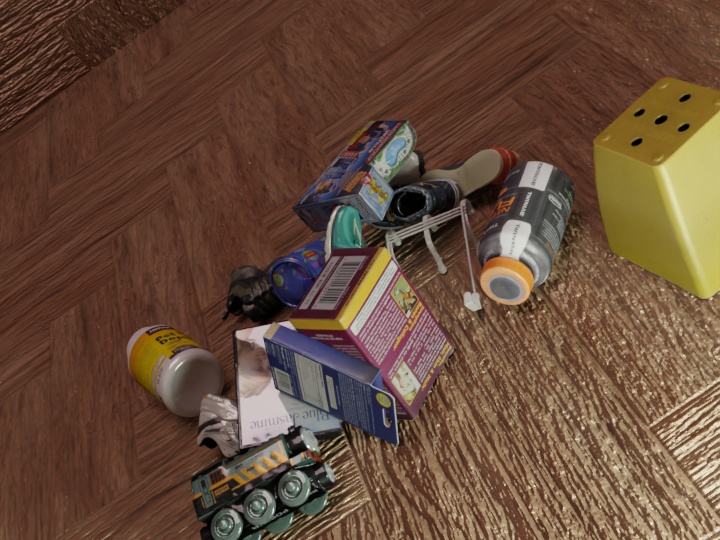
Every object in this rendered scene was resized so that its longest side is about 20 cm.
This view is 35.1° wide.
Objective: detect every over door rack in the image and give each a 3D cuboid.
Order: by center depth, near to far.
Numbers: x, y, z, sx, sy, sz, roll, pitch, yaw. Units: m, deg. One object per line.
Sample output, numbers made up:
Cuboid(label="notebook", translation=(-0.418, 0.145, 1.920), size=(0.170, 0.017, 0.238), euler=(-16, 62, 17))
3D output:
Cuboid(label="over door rack", translation=(0.108, 0.005, 1.669), size=(0.146, 0.067, 0.202), euler=(-22, 46, 26))

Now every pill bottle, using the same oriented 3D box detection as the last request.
Cuboid(label="pill bottle", translation=(0.225, -0.048, 1.575), size=(0.105, 0.107, 0.202), euler=(-9, 40, 36))
Cuboid(label="pill bottle", translation=(-0.305, 0.154, 1.830), size=(0.109, 0.110, 0.199), euler=(-45, 33, -15))

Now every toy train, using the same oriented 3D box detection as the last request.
Cuboid(label="toy train", translation=(-0.130, 0.284, 1.482), size=(0.198, 0.085, 0.115), euler=(-30, 60, 10))

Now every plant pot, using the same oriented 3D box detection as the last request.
Cuboid(label="plant pot", translation=(0.408, -0.123, 1.424), size=(0.199, 0.177, 0.200), euler=(-40, 31, -8))

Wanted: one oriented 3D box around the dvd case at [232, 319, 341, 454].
Cuboid(label="dvd case", translation=(-0.105, 0.154, 1.586), size=(0.140, 0.018, 0.202), euler=(-10, 51, 2))

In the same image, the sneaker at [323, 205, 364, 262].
Cuboid(label="sneaker", translation=(0.000, 0.000, 1.693), size=(0.079, 0.204, 0.077), euler=(-14, -7, 39))

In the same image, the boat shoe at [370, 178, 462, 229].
Cuboid(label="boat shoe", translation=(0.061, -0.106, 1.801), size=(0.198, 0.072, 0.090), euler=(-12, 0, 45))

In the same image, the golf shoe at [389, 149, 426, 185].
Cuboid(label="golf shoe", translation=(0.019, -0.154, 1.918), size=(0.198, 0.094, 0.079), euler=(-18, 77, 37))

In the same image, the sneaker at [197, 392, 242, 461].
Cuboid(label="sneaker", translation=(-0.153, 0.238, 1.624), size=(0.198, 0.075, 0.089), euler=(9, 82, 39))

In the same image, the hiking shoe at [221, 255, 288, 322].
Cuboid(label="hiking shoe", translation=(-0.145, 0.041, 1.875), size=(0.198, 0.075, 0.102), euler=(-11, 53, 42))

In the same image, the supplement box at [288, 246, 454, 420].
Cuboid(label="supplement box", translation=(0.018, 0.083, 1.513), size=(0.102, 0.201, 0.132), euler=(-1, 45, 44))

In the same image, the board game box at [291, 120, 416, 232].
Cuboid(label="board game box", translation=(0.008, -0.144, 1.784), size=(0.201, 0.062, 0.199), euler=(-49, 23, -11))

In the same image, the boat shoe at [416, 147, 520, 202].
Cuboid(label="boat shoe", translation=(0.164, -0.141, 1.801), size=(0.199, 0.072, 0.062), euler=(-26, -8, 42))

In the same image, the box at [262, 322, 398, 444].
Cuboid(label="box", translation=(-0.032, 0.149, 1.487), size=(0.198, 0.122, 0.033), euler=(24, 56, 23))

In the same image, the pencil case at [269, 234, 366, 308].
Cuboid(label="pencil case", translation=(-0.059, -0.008, 1.762), size=(0.086, 0.079, 0.200), euler=(8, 22, 27))
